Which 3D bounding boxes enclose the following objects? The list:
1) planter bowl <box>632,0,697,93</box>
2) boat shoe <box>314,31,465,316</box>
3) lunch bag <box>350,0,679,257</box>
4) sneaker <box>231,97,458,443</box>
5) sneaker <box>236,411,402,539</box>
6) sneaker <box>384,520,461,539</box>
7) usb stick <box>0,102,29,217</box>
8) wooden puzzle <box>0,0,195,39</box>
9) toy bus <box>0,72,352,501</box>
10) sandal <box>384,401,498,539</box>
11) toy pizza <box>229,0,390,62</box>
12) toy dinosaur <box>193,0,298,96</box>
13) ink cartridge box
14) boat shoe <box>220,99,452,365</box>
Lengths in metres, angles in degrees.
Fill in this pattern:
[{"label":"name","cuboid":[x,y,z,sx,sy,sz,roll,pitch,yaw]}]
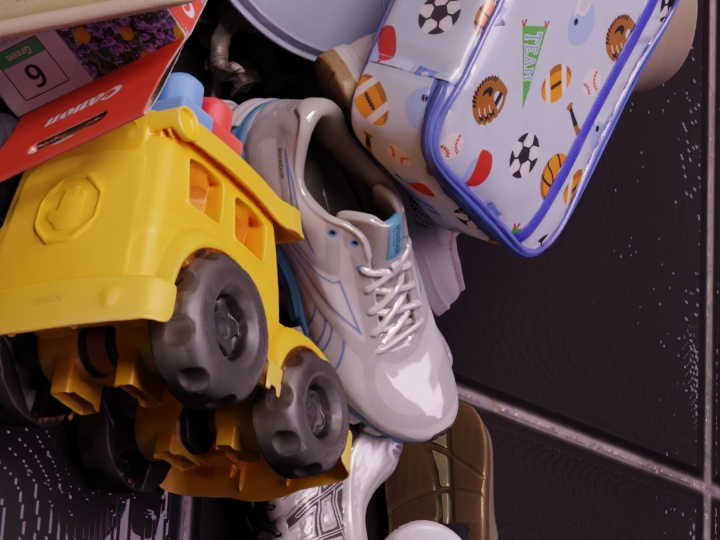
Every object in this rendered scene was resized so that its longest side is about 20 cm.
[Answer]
[{"label":"planter bowl","cuboid":[0.080,-0.174,1.540,0.134,0.200,0.201,-25,102,-24]},{"label":"boat shoe","cuboid":[0.036,-0.052,1.433,0.071,0.069,0.200,56,-9,39]},{"label":"lunch bag","cuboid":[0.087,-0.117,1.365,0.160,0.075,0.201,42,73,-48]},{"label":"sneaker","cuboid":[0.000,0.000,1.368,0.075,0.086,0.201,-37,103,-31]},{"label":"sneaker","cuboid":[-0.039,0.129,1.407,0.087,0.076,0.201,25,61,-22]},{"label":"sneaker","cuboid":[0.020,0.223,1.371,0.075,0.115,0.201,23,77,-11]},{"label":"usb stick","cuboid":[-0.156,-0.057,1.320,0.199,0.032,0.056,-11,92,-53]},{"label":"wooden puzzle","cuboid":[-0.160,-0.205,1.231,0.037,0.184,0.202,24,60,-66]},{"label":"toy bus","cuboid":[-0.088,-0.001,1.304,0.200,0.135,0.193,43,46,-48]},{"label":"sandal","cuboid":[0.041,0.171,1.490,0.054,0.080,0.201,62,31,-57]},{"label":"toy pizza","cuboid":[-0.009,-0.206,1.416,0.199,0.032,0.202,1,88,-31]},{"label":"toy dinosaur","cuboid":[-0.069,-0.150,1.437,0.199,0.077,0.103,-19,78,-41]},{"label":"ink cartridge box","cuboid":[-0.127,-0.127,1.279,0.050,0.108,0.200,54,31,-24]},{"label":"boat shoe","cuboid":[-0.023,-0.013,1.450,0.202,0.064,0.075,57,43,-25]}]
